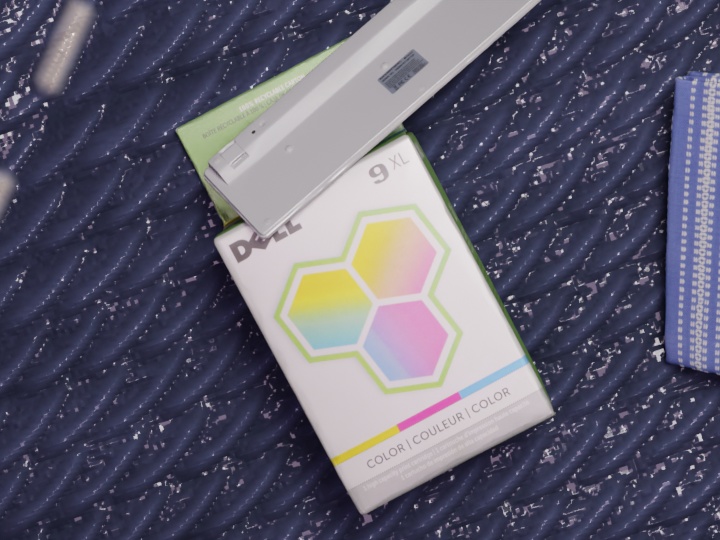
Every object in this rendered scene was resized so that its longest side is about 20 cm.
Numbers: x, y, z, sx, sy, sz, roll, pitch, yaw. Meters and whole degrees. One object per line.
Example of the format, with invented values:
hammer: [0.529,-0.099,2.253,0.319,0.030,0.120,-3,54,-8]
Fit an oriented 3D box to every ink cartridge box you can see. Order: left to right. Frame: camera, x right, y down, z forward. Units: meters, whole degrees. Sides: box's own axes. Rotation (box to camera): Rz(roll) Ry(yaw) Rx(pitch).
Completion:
ink cartridge box: [0.000,0.000,0.967,0.103,0.059,0.201,-27,93,5]

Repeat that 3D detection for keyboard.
keyboard: [0.016,-0.095,0.952,0.200,0.011,0.056,-41,57,-5]

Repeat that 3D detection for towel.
towel: [0.231,-0.013,0.926,0.199,0.024,0.146,9,105,33]
